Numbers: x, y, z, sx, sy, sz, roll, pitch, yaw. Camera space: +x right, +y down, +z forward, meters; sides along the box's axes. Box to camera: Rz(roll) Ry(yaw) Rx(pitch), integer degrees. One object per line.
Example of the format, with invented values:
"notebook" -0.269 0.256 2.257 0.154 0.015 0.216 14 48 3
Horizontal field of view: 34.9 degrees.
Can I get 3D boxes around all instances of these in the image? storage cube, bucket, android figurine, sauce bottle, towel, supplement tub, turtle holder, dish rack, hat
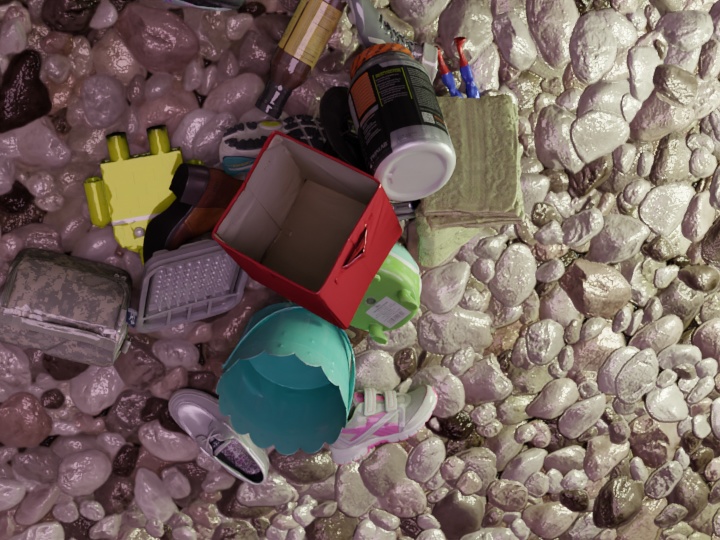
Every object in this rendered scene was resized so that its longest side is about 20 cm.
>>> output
"storage cube" -0.065 -0.049 1.548 0.198 0.180 0.173 27 80 18
"bucket" -0.106 0.157 1.717 0.203 0.136 0.210 4 128 5
"android figurine" -0.314 -0.108 1.693 0.179 0.041 0.204 -8 105 -6
"sauce bottle" -0.090 -0.317 1.651 0.064 0.065 0.202 28 102 -15
"towel" 0.155 -0.155 1.620 0.145 0.037 0.204 -1 71 0
"supplement tub" 0.051 -0.206 1.561 0.120 0.202 0.123 -9 146 -7
"towel" 0.162 -0.098 1.701 0.199 0.037 0.149 -35 149 -16
"turtle holder" 0.001 0.008 1.701 0.182 0.133 0.142 11 136 -4
"dish rack" -0.247 0.014 1.669 0.169 0.201 0.044 -15 66 -23
"hat" -0.004 -0.161 1.638 0.200 0.202 0.081 39 124 -17

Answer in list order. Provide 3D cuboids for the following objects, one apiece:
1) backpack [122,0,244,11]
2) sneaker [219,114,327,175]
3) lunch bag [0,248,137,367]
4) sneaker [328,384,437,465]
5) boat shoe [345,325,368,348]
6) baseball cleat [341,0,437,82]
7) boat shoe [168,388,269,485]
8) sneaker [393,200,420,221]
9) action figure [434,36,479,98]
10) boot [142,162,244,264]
"backpack" -0.233 -0.439 1.564 0.197 0.127 0.169 17 115 -13
"sneaker" -0.112 -0.178 1.694 0.196 0.078 0.080 -3 140 -13
"lunch bag" -0.427 0.063 1.659 0.197 0.168 0.142 14 104 -12
"sneaker" 0.027 0.227 1.816 0.198 0.081 0.089 -27 110 0
"boat shoe" -0.073 0.058 1.758 0.200 0.075 0.075 31 106 -15
"baseball cleat" 0.052 -0.327 1.646 0.105 0.070 0.201 -14 131 17
"boat shoe" -0.222 0.266 1.798 0.072 0.069 0.201 -39 108 5
"sneaker" 0.041 -0.105 1.719 0.197 0.087 0.076 -18 110 -1
"action figure" 0.165 -0.236 1.696 0.064 0.099 0.203 -21 110 0
"boot" -0.210 -0.062 1.696 0.198 0.068 0.191 11 110 -40
